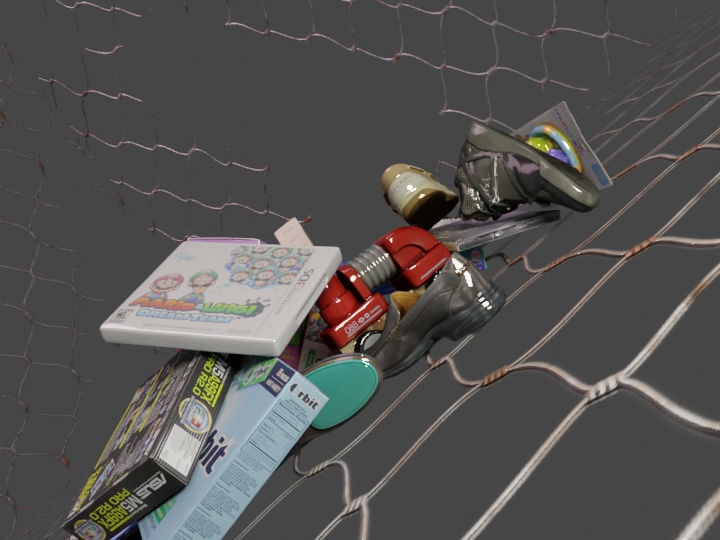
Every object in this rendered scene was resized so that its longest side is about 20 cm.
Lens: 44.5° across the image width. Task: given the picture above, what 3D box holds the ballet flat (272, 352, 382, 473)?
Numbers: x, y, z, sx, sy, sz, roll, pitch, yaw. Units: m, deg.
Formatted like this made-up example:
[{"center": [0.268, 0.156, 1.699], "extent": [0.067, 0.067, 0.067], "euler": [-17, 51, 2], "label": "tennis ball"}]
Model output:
[{"center": [-0.059, 0.144, 0.903], "extent": [0.200, 0.073, 0.073], "euler": [-39, 3, 12], "label": "ballet flat"}]

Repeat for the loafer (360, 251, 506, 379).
[{"center": [0.055, 0.051, 0.910], "extent": [0.200, 0.072, 0.073], "euler": [-36, 5, 30], "label": "loafer"}]

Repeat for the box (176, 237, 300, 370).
[{"center": [-0.145, 0.074, 1.095], "extent": [0.096, 0.201, 0.176], "euler": [0, -9, 15], "label": "box"}]

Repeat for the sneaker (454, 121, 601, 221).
[{"center": [0.189, -0.092, 1.047], "extent": [0.076, 0.199, 0.115], "euler": [2, -66, -49], "label": "sneaker"}]

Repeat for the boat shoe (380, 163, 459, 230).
[{"center": [0.072, -0.093, 1.090], "extent": [0.074, 0.066, 0.200], "euler": [-42, -12, 4], "label": "boat shoe"}]

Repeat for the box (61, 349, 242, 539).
[{"center": [-0.200, 0.158, 0.876], "extent": [0.160, 0.044, 0.200], "euler": [-39, 19, 31], "label": "box"}]

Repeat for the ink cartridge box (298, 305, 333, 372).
[{"center": [-0.051, 0.089, 1.202], "extent": [0.200, 0.050, 0.109], "euler": [-62, -12, -82], "label": "ink cartridge box"}]

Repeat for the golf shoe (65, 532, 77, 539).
[{"center": [-0.329, 0.334, 1.028], "extent": [0.094, 0.078, 0.200], "euler": [-39, 3, -23], "label": "golf shoe"}]

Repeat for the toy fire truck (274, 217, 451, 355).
[{"center": [0.000, 0.000, 1.055], "extent": [0.176, 0.200, 0.129], "euler": [-38, 4, -16], "label": "toy fire truck"}]

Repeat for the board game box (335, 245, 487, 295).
[{"center": [0.066, -0.006, 1.195], "extent": [0.199, 0.045, 0.152], "euler": [-14, 6, 4], "label": "board game box"}]

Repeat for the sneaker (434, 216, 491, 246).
[{"center": [0.140, -0.058, 1.321], "extent": [0.200, 0.088, 0.076], "euler": [-37, 2, -19], "label": "sneaker"}]

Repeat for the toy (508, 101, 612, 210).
[{"center": [0.231, -0.131, 1.121], "extent": [0.047, 0.115, 0.200], "euler": [-33, 2, -10], "label": "toy"}]

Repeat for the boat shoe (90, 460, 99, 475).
[{"center": [-0.219, 0.214, 1.036], "extent": [0.199, 0.071, 0.063], "euler": [-13, 31, -21], "label": "boat shoe"}]

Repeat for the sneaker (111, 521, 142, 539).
[{"center": [-0.206, 0.261, 0.950], "extent": [0.200, 0.066, 0.078], "euler": [-37, 22, -34], "label": "sneaker"}]

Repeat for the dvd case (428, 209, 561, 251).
[{"center": [0.144, -0.053, 1.138], "extent": [0.148, 0.016, 0.200], "euler": [-18, 8, -19], "label": "dvd case"}]

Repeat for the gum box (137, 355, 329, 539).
[{"center": [-0.130, 0.170, 0.828], "extent": [0.200, 0.045, 0.170], "euler": [-51, 18, -9], "label": "gum box"}]

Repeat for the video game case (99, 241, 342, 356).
[{"center": [-0.141, 0.023, 0.924], "extent": [0.199, 0.024, 0.182], "euler": [2, 32, 20], "label": "video game case"}]

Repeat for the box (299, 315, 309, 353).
[{"center": [-0.091, 0.080, 1.259], "extent": [0.144, 0.036, 0.201], "euler": [-60, -19, -86], "label": "box"}]
